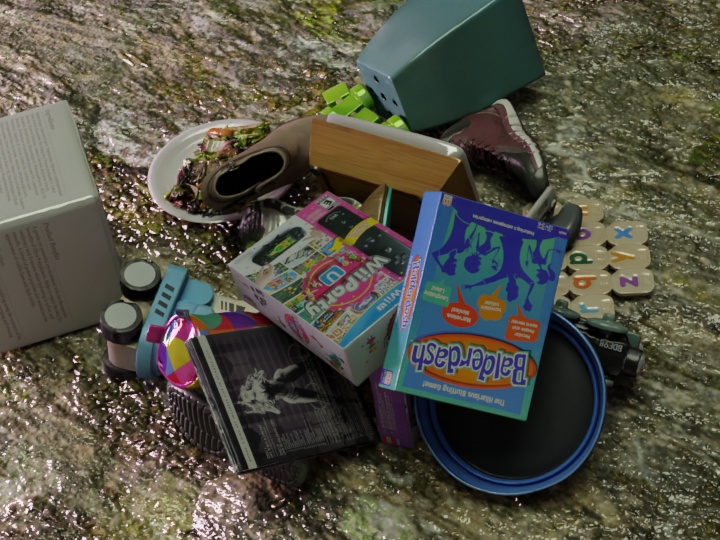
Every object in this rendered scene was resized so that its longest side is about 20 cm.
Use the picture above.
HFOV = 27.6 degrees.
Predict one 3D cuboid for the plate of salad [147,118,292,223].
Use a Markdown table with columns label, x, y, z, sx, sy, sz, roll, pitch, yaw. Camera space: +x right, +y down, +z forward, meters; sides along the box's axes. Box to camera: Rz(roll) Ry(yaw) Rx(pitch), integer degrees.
| label | x | y | z | sx | sy | sz | roll | pitch | yaw |
| --- | --- | --- | --- | --- | --- | --- | --- | --- | --- |
| plate of salad | -0.178 | -0.138 | 1.895 | 0.200 | 0.048 | 0.200 | -4 | 46 | 4 |

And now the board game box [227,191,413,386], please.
| label | x | y | z | sx | sy | sz | roll | pitch | yaw |
| --- | --- | --- | --- | --- | --- | --- | --- | --- | --- |
| board game box | -0.019 | 0.014 | 1.535 | 0.147 | 0.064 | 0.200 | -38 | 47 | -21 |

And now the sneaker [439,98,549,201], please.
| label | x | y | z | sx | sy | sz | roll | pitch | yaw |
| --- | --- | --- | --- | --- | --- | --- | --- | --- | --- |
| sneaker | 0.162 | -0.134 | 1.835 | 0.115 | 0.076 | 0.200 | -18 | 36 | -2 |

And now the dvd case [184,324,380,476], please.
| label | x | y | z | sx | sy | sz | roll | pitch | yaw |
| --- | --- | --- | --- | --- | --- | --- | --- | --- | --- |
| dvd case | -0.079 | 0.127 | 1.535 | 0.200 | 0.016 | 0.149 | -7 | 67 | -46 |

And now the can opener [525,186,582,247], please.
| label | x | y | z | sx | sy | sz | roll | pitch | yaw |
| --- | --- | --- | --- | --- | --- | --- | --- | --- | --- |
| can opener | 0.193 | -0.019 | 1.704 | 0.067 | 0.053 | 0.200 | 20 | 53 | 26 |

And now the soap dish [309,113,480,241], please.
| label | x | y | z | sx | sy | sz | roll | pitch | yaw |
| --- | --- | --- | --- | --- | --- | --- | --- | --- | --- |
| soap dish | 0.040 | -0.103 | 1.764 | 0.200 | 0.157 | 0.081 | 18 | 68 | 23 |

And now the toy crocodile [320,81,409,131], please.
| label | x | y | z | sx | sy | sz | roll | pitch | yaw |
| --- | --- | --- | --- | --- | --- | --- | --- | --- | --- |
| toy crocodile | 0.011 | -0.181 | 1.907 | 0.067 | 0.062 | 0.200 | -39 | 55 | -8 |

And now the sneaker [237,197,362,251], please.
| label | x | y | z | sx | sy | sz | roll | pitch | yaw |
| --- | --- | --- | --- | --- | --- | --- | --- | --- | --- |
| sneaker | -0.060 | -0.042 | 1.777 | 0.200 | 0.085 | 0.075 | 1 | 76 | 35 |

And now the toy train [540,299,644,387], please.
| label | x | y | z | sx | sy | sz | roll | pitch | yaw |
| --- | --- | --- | --- | --- | --- | --- | --- | --- | --- |
| toy train | 0.214 | 0.073 | 1.595 | 0.200 | 0.114 | 0.085 | 15 | 93 | 17 |

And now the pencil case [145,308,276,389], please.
| label | x | y | z | sx | sy | sz | roll | pitch | yaw |
| --- | --- | --- | --- | --- | --- | --- | --- | --- | --- |
| pencil case | -0.129 | 0.079 | 1.596 | 0.200 | 0.088 | 0.088 | 0 | 33 | -44 |

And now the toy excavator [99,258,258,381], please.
| label | x | y | z | sx | sy | sz | roll | pitch | yaw |
| --- | --- | --- | --- | --- | --- | --- | --- | --- | --- |
| toy excavator | -0.181 | 0.051 | 1.695 | 0.200 | 0.100 | 0.195 | 15 | 51 | 4 |

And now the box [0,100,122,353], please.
| label | x | y | z | sx | sy | sz | roll | pitch | yaw |
| --- | --- | --- | --- | --- | --- | --- | --- | --- | --- |
| box | -0.388 | -0.053 | 1.738 | 0.171 | 0.199 | 0.200 | -17 | 46 | -9 |

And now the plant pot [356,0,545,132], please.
| label | x | y | z | sx | sy | sz | roll | pitch | yaw |
| --- | --- | --- | --- | --- | --- | --- | --- | --- | --- |
| plant pot | 0.108 | -0.278 | 1.915 | 0.200 | 0.141 | 0.141 | -36 | 37 | -15 |

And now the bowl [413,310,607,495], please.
| label | x | y | z | sx | sy | sz | roll | pitch | yaw |
| --- | --- | --- | --- | --- | --- | --- | --- | --- | --- |
| bowl | 0.157 | 0.132 | 1.522 | 0.200 | 0.039 | 0.201 | -2 | 82 | 16 |

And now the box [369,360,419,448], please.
| label | x | y | z | sx | sy | sz | roll | pitch | yaw |
| --- | --- | --- | --- | --- | --- | --- | --- | --- | --- |
| box | 0.061 | 0.072 | 1.596 | 0.039 | 0.137 | 0.200 | 9 | 48 | 17 |

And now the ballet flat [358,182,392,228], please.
| label | x | y | z | sx | sy | sz | roll | pitch | yaw |
| --- | --- | --- | --- | --- | --- | --- | --- | --- | --- |
| ballet flat | 0.000 | 0.000 | 1.667 | 0.072 | 0.068 | 0.200 | 0 | 89 | 6 |

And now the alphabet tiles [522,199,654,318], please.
| label | x | y | z | sx | sy | sz | roll | pitch | yaw |
| --- | --- | --- | --- | --- | --- | --- | --- | --- | --- |
| alphabet tiles | 0.244 | -0.010 | 1.734 | 0.195 | 0.015 | 0.200 | -2 | 46 | 5 |

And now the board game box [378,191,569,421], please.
| label | x | y | z | sx | sy | sz | roll | pitch | yaw |
| --- | --- | --- | --- | --- | --- | --- | --- | --- | --- |
| board game box | 0.114 | 0.037 | 1.460 | 0.152 | 0.200 | 0.045 | 14 | -3 | -23 |

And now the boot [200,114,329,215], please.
| label | x | y | z | sx | sy | sz | roll | pitch | yaw |
| --- | --- | --- | --- | --- | --- | --- | --- | --- | --- |
| boot | -0.103 | -0.132 | 1.774 | 0.200 | 0.070 | 0.146 | -34 | 5 | -4 |

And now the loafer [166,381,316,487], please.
| label | x | y | z | sx | sy | sz | roll | pitch | yaw |
| --- | --- | --- | --- | --- | --- | --- | --- | --- | --- |
| loafer | -0.124 | 0.166 | 1.587 | 0.200 | 0.075 | 0.070 | 27 | 43 | 25 |
